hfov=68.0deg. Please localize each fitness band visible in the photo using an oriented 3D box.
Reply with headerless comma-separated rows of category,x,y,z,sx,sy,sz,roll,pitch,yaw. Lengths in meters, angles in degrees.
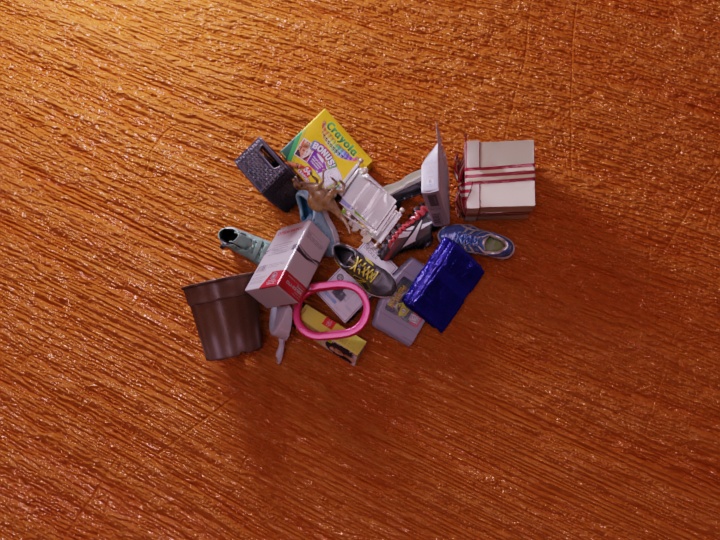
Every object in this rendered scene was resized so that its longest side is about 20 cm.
fitness band,-0.072,0.100,1.338,0.197,0.037,0.146,-7,76,4

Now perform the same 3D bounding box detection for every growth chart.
growth chart,0.015,-0.167,1.365,0.145,0.018,0.200,-44,77,14

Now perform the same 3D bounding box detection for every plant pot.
plant pot,-0.348,0.121,1.388,0.197,0.200,0.201,-11,90,8

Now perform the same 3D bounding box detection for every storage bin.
storage bin,-0.226,-0.243,1.389,0.094,0.200,0.135,-42,80,4

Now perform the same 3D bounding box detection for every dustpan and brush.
dustpan and brush,-0.209,0.153,1.406,0.057,0.140,0.202,13,104,-25

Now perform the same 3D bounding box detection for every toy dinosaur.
toy dinosaur,-0.086,-0.189,1.358,0.199,0.058,0.102,38,85,-20

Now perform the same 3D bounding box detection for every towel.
towel,0.211,0.038,1.331,0.147,0.050,0.201,37,87,-17

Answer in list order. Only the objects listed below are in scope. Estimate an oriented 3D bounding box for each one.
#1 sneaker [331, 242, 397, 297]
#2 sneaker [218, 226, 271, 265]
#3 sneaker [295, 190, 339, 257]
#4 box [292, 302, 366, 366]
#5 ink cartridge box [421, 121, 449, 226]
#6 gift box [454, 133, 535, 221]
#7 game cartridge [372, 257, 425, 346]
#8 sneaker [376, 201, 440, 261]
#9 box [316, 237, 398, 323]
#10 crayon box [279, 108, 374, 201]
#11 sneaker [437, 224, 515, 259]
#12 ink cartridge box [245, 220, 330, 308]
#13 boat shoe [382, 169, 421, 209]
sneaker,0.000,0.000,1.317,0.199,0.085,0.075,33,91,21
sneaker,-0.287,-0.057,1.424,0.198,0.118,0.075,20,86,10
sneaker,-0.122,-0.121,1.397,0.073,0.082,0.202,-14,103,40
box,-0.083,0.164,1.384,0.199,0.076,0.050,31,58,12
ink cartridge box,0.184,-0.235,1.316,0.047,0.160,0.203,-7,64,17
gift box,0.321,-0.225,1.300,0.184,0.200,0.187,-1,79,11
game cartridge,0.119,0.076,1.356,0.132,0.041,0.202,30,90,-13
sneaker,0.129,-0.082,1.358,0.098,0.071,0.200,46,68,2
box,-0.005,0.027,1.397,0.200,0.060,0.117,-45,79,3
crayon box,-0.090,-0.301,1.443,0.172,0.058,0.200,-42,81,4
sneaker,0.290,-0.079,1.346,0.197,0.077,0.077,10,88,16
ink cartridge box,-0.181,-0.015,1.343,0.143,0.084,0.202,-10,48,45
boat shoe,0.098,-0.194,1.397,0.198,0.075,0.066,-26,117,17
